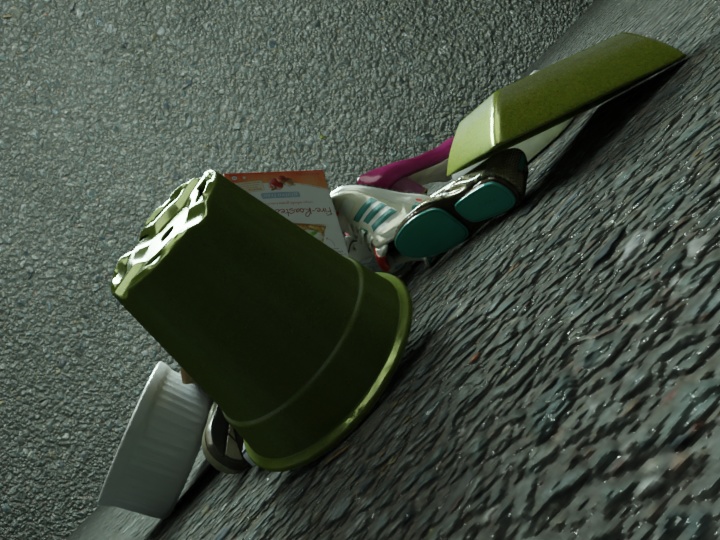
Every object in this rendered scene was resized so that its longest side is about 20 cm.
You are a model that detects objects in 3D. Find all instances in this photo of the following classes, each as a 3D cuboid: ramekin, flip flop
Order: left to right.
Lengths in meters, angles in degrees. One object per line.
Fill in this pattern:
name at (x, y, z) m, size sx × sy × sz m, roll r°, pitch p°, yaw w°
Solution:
ramekin at (-0.273, 0.237, 1.029) m, size 0.200 × 0.097 × 0.203 m, roll -157°, pitch 90°, yaw -81°
flip flop at (-0.148, 0.188, 0.886) m, size 0.058 × 0.080 × 0.200 m, roll -58°, pitch 6°, yaw 14°

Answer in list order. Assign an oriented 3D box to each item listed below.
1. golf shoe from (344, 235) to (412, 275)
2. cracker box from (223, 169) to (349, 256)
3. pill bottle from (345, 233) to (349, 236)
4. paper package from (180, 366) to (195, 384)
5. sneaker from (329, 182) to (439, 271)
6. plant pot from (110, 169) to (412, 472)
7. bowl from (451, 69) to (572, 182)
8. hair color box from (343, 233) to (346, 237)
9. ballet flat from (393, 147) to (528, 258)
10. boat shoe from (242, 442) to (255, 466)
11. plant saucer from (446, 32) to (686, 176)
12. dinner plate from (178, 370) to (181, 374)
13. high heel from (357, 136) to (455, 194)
golf shoe at (0.000, 0.000, 1.046) m, size 0.200 × 0.097 × 0.078 m, roll -46°, pitch 5°, yaw 0°
cracker box at (-0.091, -0.033, 0.922) m, size 0.132 × 0.202 × 0.058 m, roll -5°, pitch -36°, yaw -19°
pill bottle at (0.020, -0.044, 1.148) m, size 0.200 × 0.114 × 0.114 m, roll -44°, pitch 4°, yaw 7°
paper package at (-0.150, 0.088, 1.023) m, size 0.188 × 0.105 × 0.200 m, roll -7°, pitch -5°, yaw -8°
sneaker at (0.021, -0.051, 0.958) m, size 0.197 × 0.071 × 0.094 m, roll 9°, pitch 58°, yaw 29°
plant pot at (-0.092, 0.025, 0.613) m, size 0.199 × 0.190 × 0.201 m, roll -37°, pitch 27°, yaw 22°
bowl at (0.209, -0.193, 1.030) m, size 0.200 × 0.075 × 0.200 m, roll -40°, pitch 7°, yaw 38°
hair color box at (-0.124, -0.012, 1.077) m, size 0.198 × 0.066 × 0.109 m, roll -23°, pitch -13°, yaw 22°
ballet flat at (0.113, -0.075, 0.821) m, size 0.199 × 0.068 × 0.076 m, roll -32°, pitch 25°, yaw 53°
boat shoe at (-0.106, 0.135, 0.817) m, size 0.075 × 0.086 × 0.202 m, roll -44°, pitch 4°, yaw 13°
plant saucer at (0.184, -0.168, 0.751) m, size 0.198 × 0.048 × 0.200 m, roll -26°, pitch 2°, yaw -6°
dinner plate at (-0.236, 0.187, 1.214) m, size 0.200 × 0.024 × 0.202 m, roll -36°, pitch -40°, yaw -38°
high heel at (0.083, -0.159, 1.083) m, size 0.200 × 0.095 × 0.068 m, roll -45°, pitch -23°, yaw -42°
